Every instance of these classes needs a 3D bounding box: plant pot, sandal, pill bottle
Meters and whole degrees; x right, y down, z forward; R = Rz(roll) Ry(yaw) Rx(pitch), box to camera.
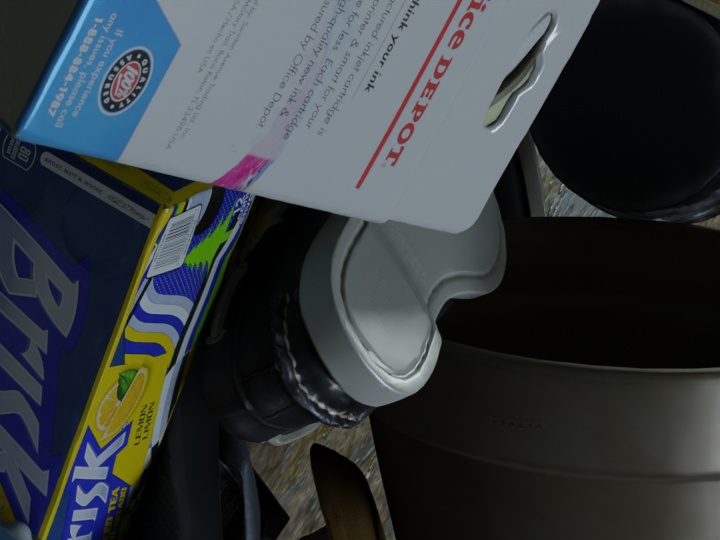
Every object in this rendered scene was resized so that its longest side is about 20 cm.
[{"bbox_3d":[0.090,0.088,1.082,0.200,0.200,0.174,-25,120,-60],"label":"plant pot"},{"bbox_3d":[-0.052,0.078,0.946,0.076,0.043,0.201,141,-46,-57],"label":"sandal"},{"bbox_3d":[0.132,-0.078,1.223,0.112,0.112,0.200,-64,169,15],"label":"pill bottle"}]

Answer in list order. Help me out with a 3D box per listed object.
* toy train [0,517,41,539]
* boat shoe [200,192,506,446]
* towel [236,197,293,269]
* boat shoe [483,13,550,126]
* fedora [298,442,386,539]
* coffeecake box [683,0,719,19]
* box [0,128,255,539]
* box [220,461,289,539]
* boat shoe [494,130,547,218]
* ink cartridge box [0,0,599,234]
[{"bbox_3d":[-0.158,0.139,0.847,0.114,0.087,0.200,21,104,-52],"label":"toy train"},{"bbox_3d":[0.000,0.000,0.973,0.060,0.074,0.200,-25,-164,22],"label":"boat shoe"},{"bbox_3d":[0.003,-0.030,1.099,0.144,0.023,0.200,-42,163,-40],"label":"towel"},{"bbox_3d":[0.042,-0.107,0.952,0.200,0.075,0.068,-41,143,-31],"label":"boat shoe"},{"bbox_3d":[-0.016,0.164,1.090,0.082,0.201,0.201,-14,156,1],"label":"fedora"},{"bbox_3d":[0.145,-0.146,1.119,0.200,0.153,0.073,-13,130,-65],"label":"coffeecake box"},{"bbox_3d":[-0.101,0.042,0.903,0.064,0.070,0.200,-30,146,-60],"label":"box"},{"bbox_3d":[-0.112,0.139,1.062,0.200,0.048,0.158,-56,162,-10],"label":"box"},{"bbox_3d":[0.046,0.006,1.231,0.073,0.063,0.200,-96,-179,-58],"label":"boat shoe"},{"bbox_3d":[-0.022,-0.085,0.827,0.200,0.068,0.115,12,111,-52],"label":"ink cartridge box"}]
